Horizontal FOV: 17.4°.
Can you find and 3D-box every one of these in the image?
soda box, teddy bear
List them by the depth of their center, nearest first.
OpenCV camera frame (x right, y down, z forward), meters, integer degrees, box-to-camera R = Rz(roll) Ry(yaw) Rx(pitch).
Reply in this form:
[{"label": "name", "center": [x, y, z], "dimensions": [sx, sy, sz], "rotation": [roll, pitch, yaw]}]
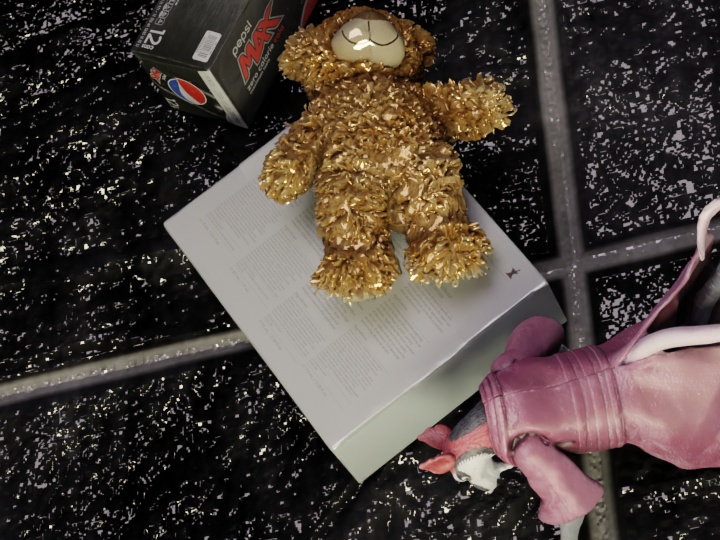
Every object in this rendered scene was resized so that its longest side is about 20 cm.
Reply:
[{"label": "teddy bear", "center": [0.011, -0.070, 1.314], "dimensions": [0.144, 0.067, 0.201], "rotation": [0, 60, 18]}, {"label": "soda box", "center": [-0.062, -0.193, 1.471], "dimensions": [0.063, 0.071, 0.201], "rotation": [16, 68, 30]}]

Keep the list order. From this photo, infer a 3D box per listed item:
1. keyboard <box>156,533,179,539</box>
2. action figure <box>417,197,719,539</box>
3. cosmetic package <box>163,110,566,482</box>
[{"label": "keyboard", "center": [-0.154, 0.225, 1.276], "dimensions": [0.200, 0.040, 0.104], "rotation": [-42, 28, 3]}, {"label": "action figure", "center": [0.124, 0.069, 1.206], "dimensions": [0.198, 0.149, 0.135], "rotation": [-16, 62, -4]}, {"label": "cosmetic package", "center": [0.000, 0.000, 1.346], "dimensions": [0.150, 0.052, 0.200], "rotation": [-38, 54, -1]}]
